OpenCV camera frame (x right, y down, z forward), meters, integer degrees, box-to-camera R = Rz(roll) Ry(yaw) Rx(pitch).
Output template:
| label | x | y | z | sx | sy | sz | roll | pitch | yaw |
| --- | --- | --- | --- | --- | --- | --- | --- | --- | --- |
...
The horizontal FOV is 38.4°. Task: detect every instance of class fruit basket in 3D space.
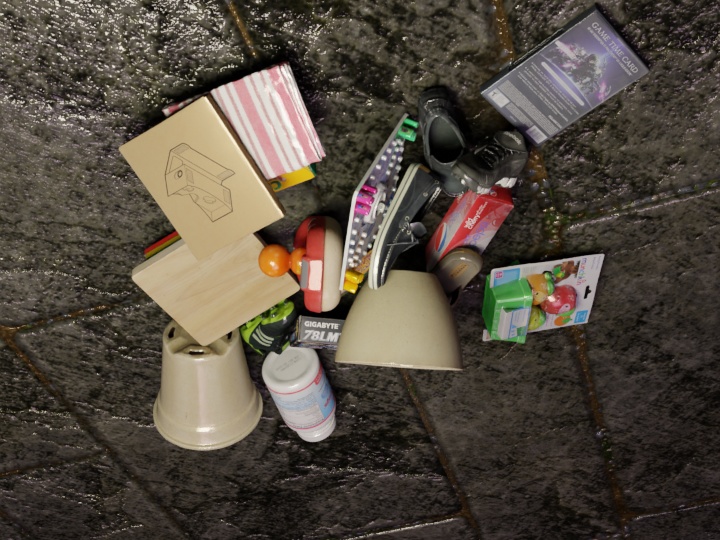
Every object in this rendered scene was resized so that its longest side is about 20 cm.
| label | x | y | z | sx | sy | sz | roll | pitch | yaw |
| --- | --- | --- | --- | --- | --- | --- | --- | --- | --- |
| fruit basket | 0.312 | 0.053 | 1.774 | 0.197 | 0.094 | 0.186 | -4 | 138 | -4 |

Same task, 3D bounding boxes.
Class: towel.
| label | x | y | z | sx | sy | sz | roll | pitch | yaw |
| --- | --- | --- | --- | --- | --- | --- | --- | --- | --- |
| towel | -0.162 | -0.193 | 1.441 | 0.198 | 0.030 | 0.148 | -16 | 111 | 19 |

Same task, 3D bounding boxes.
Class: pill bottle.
| label | x | y | z | sx | sy | sz | roll | pitch | yaw |
| --- | --- | --- | --- | --- | --- | --- | --- | --- | --- |
| pill bottle | -0.107 | 0.232 | 1.932 | 0.107 | 0.110 | 0.201 | -10 | 138 | 8 |

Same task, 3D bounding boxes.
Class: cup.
| label | x | y | z | sx | sy | sz | roll | pitch | yaw |
| --- | --- | --- | --- | --- | --- | --- | --- | --- | --- |
| cup | 0.063 | 0.076 | 1.593 | 0.198 | 0.145 | 0.200 | 4 | 173 | 0 |

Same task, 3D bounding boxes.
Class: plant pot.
| label | x | y | z | sx | sy | sz | roll | pitch | yaw |
| --- | --- | --- | --- | --- | --- | --- | --- | --- | --- |
| plant pot | -0.274 | 0.179 | 1.820 | 0.198 | 0.201 | 0.185 | 0 | 128 | -3 |

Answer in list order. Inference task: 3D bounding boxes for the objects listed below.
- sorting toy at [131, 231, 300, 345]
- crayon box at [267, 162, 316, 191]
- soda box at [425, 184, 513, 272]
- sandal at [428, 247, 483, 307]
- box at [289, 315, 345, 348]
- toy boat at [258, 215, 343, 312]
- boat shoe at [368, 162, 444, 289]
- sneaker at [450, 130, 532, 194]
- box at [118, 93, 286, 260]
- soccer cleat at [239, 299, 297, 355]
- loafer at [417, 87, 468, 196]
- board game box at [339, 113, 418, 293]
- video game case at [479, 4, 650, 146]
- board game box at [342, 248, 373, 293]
| label | x | y | z | sx | sy | sz | roll | pitch | yaw |
| --- | --- | --- | --- | --- | --- | --- | --- | --- | --- |
| sorting toy | -0.234 | -0.001 | 1.677 | 0.199 | 0.070 | 0.199 | -30 | 131 | 11 |
| crayon box | -0.178 | -0.164 | 1.525 | 0.198 | 0.059 | 0.119 | -19 | 134 | 17 |
| soda box | 0.170 | -0.067 | 1.647 | 0.063 | 0.071 | 0.201 | 14 | 136 | -15 |
| sandal | 0.134 | 0.037 | 1.670 | 0.081 | 0.055 | 0.200 | 20 | 140 | -22 |
| box | -0.018 | 0.113 | 1.775 | 0.197 | 0.050 | 0.199 | 4 | 172 | -7 |
| toy boat | -0.093 | -0.015 | 1.599 | 0.129 | 0.200 | 0.132 | 3 | 102 | -3 |
| boat shoe | 0.066 | -0.062 | 1.532 | 0.062 | 0.202 | 0.075 | 24 | 171 | 9 |
| sneaker | 0.195 | -0.164 | 1.494 | 0.091 | 0.066 | 0.199 | -55 | 162 | 24 |
| box | -0.223 | -0.127 | 1.457 | 0.162 | 0.021 | 0.201 | -25 | 110 | 23 |
| soccer cleat | -0.144 | 0.100 | 1.766 | 0.081 | 0.068 | 0.200 | 48 | 153 | -9 |
| loafer | 0.124 | -0.176 | 1.522 | 0.067 | 0.071 | 0.201 | -12 | 138 | 9 |
| board game box | 0.028 | -0.096 | 1.514 | 0.026 | 0.201 | 0.201 | 22 | 139 | 11 |
| video game case | 0.289 | -0.271 | 1.468 | 0.199 | 0.019 | 0.142 | -34 | 130 | 28 |
| board game box | 0.000 | 0.000 | 1.700 | 0.199 | 0.095 | 0.030 | -37 | 87 | 34 |
